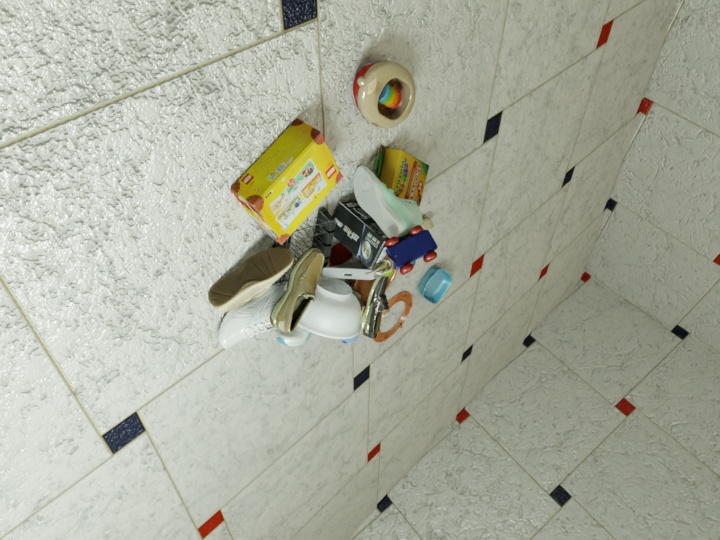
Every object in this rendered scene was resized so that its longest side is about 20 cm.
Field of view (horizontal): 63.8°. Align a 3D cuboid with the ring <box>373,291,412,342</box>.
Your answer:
[{"bbox_3d":[0.112,0.161,1.952,0.200,0.019,0.202,-37,147,-30],"label":"ring"}]

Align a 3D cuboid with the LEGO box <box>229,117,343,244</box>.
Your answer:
[{"bbox_3d":[-0.143,-0.178,1.170,0.200,0.077,0.149,-49,150,-11],"label":"LEGO box"}]

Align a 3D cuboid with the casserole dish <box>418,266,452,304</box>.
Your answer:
[{"bbox_3d":[0.261,0.049,2.035,0.122,0.039,0.200,-56,150,2],"label":"casserole dish"}]

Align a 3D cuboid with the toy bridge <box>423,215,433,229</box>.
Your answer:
[{"bbox_3d":[0.153,-0.110,1.694,0.200,0.027,0.068,-46,119,-41],"label":"toy bridge"}]

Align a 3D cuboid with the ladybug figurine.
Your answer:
[{"bbox_3d":[0.046,-0.382,1.243,0.199,0.072,0.137,10,112,-59],"label":"ladybug figurine"}]

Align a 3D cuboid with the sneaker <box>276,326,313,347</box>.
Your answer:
[{"bbox_3d":[-0.143,0.132,1.502,0.199,0.076,0.082,-30,137,-49],"label":"sneaker"}]

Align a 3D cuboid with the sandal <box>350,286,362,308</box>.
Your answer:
[{"bbox_3d":[-0.040,0.091,1.593,0.201,0.081,0.055,80,28,-60],"label":"sandal"}]

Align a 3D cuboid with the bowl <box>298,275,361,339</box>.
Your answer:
[{"bbox_3d":[-0.078,0.074,1.401,0.200,0.200,0.091,-7,123,-53],"label":"bowl"}]

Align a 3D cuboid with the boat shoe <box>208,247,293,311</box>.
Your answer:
[{"bbox_3d":[-0.228,0.021,1.237,0.199,0.072,0.065,-34,156,-3],"label":"boat shoe"}]

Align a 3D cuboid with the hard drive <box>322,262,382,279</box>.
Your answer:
[{"bbox_3d":[0.000,0.000,1.462,0.200,0.130,0.027,-12,104,-72],"label":"hard drive"}]

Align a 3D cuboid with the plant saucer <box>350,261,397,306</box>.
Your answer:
[{"bbox_3d":[0.037,0.010,1.670,0.200,0.037,0.202,-36,145,-31],"label":"plant saucer"}]

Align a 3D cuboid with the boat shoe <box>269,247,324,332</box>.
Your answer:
[{"bbox_3d":[-0.124,0.047,1.294,0.071,0.076,0.202,32,80,-46],"label":"boat shoe"}]

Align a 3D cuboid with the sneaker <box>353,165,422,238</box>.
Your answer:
[{"bbox_3d":[0.067,-0.166,1.377,0.118,0.201,0.074,-16,157,-44],"label":"sneaker"}]

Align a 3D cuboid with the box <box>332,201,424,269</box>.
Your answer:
[{"bbox_3d":[0.046,-0.095,1.438,0.199,0.164,0.087,-12,137,-51],"label":"box"}]

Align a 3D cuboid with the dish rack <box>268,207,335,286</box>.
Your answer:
[{"bbox_3d":[-0.143,-0.049,1.330,0.199,0.054,0.155,-22,136,-42],"label":"dish rack"}]

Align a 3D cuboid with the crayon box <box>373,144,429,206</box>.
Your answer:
[{"bbox_3d":[0.100,-0.230,1.467,0.199,0.050,0.128,7,97,-58],"label":"crayon box"}]

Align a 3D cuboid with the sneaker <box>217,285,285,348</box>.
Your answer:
[{"bbox_3d":[-0.237,0.108,1.317,0.200,0.087,0.075,-42,149,-20],"label":"sneaker"}]

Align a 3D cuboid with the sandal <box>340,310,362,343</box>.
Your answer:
[{"bbox_3d":[-0.044,0.160,1.593,0.200,0.078,0.088,123,-30,-75],"label":"sandal"}]

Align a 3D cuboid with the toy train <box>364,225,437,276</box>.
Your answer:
[{"bbox_3d":[0.070,-0.018,1.310,0.199,0.085,0.116,-26,171,-26],"label":"toy train"}]

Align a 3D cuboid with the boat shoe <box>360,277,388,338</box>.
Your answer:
[{"bbox_3d":[0.051,0.099,1.657,0.073,0.064,0.202,-22,133,-65],"label":"boat shoe"}]
